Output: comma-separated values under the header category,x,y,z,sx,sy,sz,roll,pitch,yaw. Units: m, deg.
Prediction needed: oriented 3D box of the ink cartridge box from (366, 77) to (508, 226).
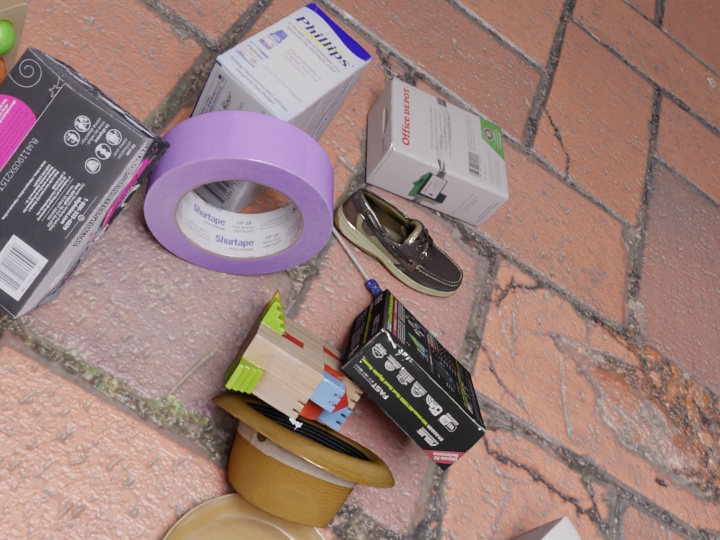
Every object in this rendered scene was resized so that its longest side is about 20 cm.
category,x,y,z,sx,sy,sz,roll,pitch,yaw
ink cartridge box,0.110,-0.171,1.148,0.198,0.084,0.147,19,51,-22

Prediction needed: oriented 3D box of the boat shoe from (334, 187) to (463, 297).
category,x,y,z,sx,sy,sz,roll,pitch,yaw
boat shoe,0.060,-0.035,1.036,0.199,0.065,0.074,30,45,-15

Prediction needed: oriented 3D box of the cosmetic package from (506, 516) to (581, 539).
category,x,y,z,sx,sy,sz,roll,pitch,yaw
cosmetic package,0.147,0.347,0.808,0.199,0.113,0.082,-24,75,-43

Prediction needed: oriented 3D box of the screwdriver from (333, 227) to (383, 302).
category,x,y,z,sx,sy,sz,roll,pitch,yaw
screwdriver,0.000,0.000,1.002,0.201,0.028,0.029,54,19,11

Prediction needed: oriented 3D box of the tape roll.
category,x,y,z,sx,sy,sz,roll,pitch,yaw
tape roll,-0.128,-0.077,0.846,0.198,0.200,0.066,16,53,-24

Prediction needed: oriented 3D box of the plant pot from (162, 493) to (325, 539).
category,x,y,z,sx,sy,sz,roll,pitch,yaw
plant pot,-0.105,0.308,0.722,0.198,0.027,0.202,17,53,-24

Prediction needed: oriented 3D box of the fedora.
category,x,y,z,sx,sy,sz,roll,pitch,yaw
fedora,-0.066,0.188,0.758,0.199,0.200,0.082,25,86,-18

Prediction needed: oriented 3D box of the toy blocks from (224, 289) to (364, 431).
category,x,y,z,sx,sy,sz,roll,pitch,yaw
toy blocks,-0.057,0.105,0.809,0.136,0.100,0.200,33,5,-7

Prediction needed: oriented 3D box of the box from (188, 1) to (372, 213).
category,x,y,z,sx,sy,sz,roll,pitch,yaw
box,-0.108,-0.194,0.951,0.105,0.184,0.200,42,46,1

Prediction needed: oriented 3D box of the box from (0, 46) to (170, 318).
category,x,y,z,sx,sy,sz,roll,pitch,yaw
box,-0.292,-0.078,0.729,0.132,0.201,0.115,37,4,-7

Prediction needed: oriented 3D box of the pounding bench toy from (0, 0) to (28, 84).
category,x,y,z,sx,sy,sz,roll,pitch,yaw
pounding bench toy,-0.422,-0.275,0.834,0.156,0.124,0.200,46,46,1

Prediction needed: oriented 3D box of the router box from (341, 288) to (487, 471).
category,x,y,z,sx,sy,sz,roll,pitch,yaw
router box,0.057,0.111,0.863,0.150,0.062,0.200,46,9,-5
